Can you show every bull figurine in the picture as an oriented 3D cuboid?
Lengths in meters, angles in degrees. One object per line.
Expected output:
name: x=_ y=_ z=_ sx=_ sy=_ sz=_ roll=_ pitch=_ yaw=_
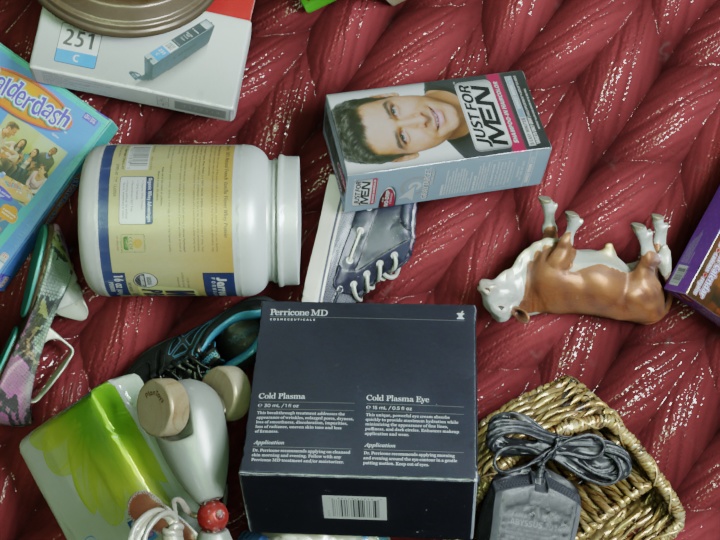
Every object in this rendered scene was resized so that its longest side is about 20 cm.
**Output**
bull figurine: x=0.211 y=-0.001 z=1.243 sx=0.199 sy=0.065 sz=0.122 roll=7 pitch=111 yaw=-11

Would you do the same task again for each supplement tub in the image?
supplement tub: x=-0.156 y=-0.047 z=1.205 sx=0.199 sy=0.144 sz=0.145 roll=0 pitch=86 yaw=-1

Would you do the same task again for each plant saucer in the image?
plant saucer: x=-0.228 y=-0.309 z=1.233 sx=0.199 sy=0.030 sz=0.201 roll=5 pitch=59 yaw=-8

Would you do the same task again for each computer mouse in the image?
computer mouse: x=0.150 y=0.233 z=1.117 sx=0.138 sy=0.053 sz=0.201 roll=16 pitch=82 yaw=-11

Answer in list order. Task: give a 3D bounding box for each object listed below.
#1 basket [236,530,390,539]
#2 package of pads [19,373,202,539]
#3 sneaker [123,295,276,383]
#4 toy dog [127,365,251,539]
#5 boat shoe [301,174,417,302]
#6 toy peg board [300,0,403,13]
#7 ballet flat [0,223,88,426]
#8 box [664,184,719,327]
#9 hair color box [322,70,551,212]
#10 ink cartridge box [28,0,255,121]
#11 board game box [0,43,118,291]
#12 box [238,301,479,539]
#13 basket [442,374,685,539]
basket: x=-0.064 y=0.298 z=1.170 sx=0.200 sy=0.176 sz=0.139 roll=-38 pitch=92 yaw=-15
package of pads: x=-0.221 y=0.212 z=1.190 sx=0.154 sy=0.068 sz=0.201 roll=-31 pitch=87 yaw=41
sneaker: x=-0.161 y=0.088 z=1.227 sx=0.200 sy=0.082 sz=0.073 roll=-37 pitch=90 yaw=-2
toy dog: x=-0.155 y=0.178 z=1.110 sx=0.132 sy=0.096 sz=0.201 roll=25 pitch=65 yaw=-38
boat shoe: x=0.000 y=0.000 z=1.239 sx=0.092 sy=0.075 sz=0.201 roll=11 pitch=85 yaw=7
toy peg board: x=-0.052 y=-0.344 z=1.210 sx=0.097 sy=0.199 sz=0.201 roll=-23 pitch=87 yaw=13
ballet flat: x=-0.308 y=0.057 z=1.240 sx=0.071 sy=0.069 sz=0.201 roll=20 pitch=90 yaw=-18
box: x=0.399 y=-0.033 z=1.246 sx=0.136 sy=0.039 sz=0.201 roll=31 pitch=85 yaw=-23
hair color box: x=0.071 y=-0.125 z=1.226 sx=0.199 sy=0.061 sz=0.099 roll=-9 pitch=58 yaw=-10
ink cartridge box: x=-0.204 y=-0.251 z=1.245 sx=0.199 sy=0.045 sz=0.177 roll=11 pitch=77 yaw=-6
board game box: x=-0.357 y=-0.105 z=1.252 sx=0.152 sy=0.045 sz=0.200 roll=35 pitch=86 yaw=1
box: x=0.004 y=0.130 z=1.126 sx=0.199 sy=0.104 sz=0.183 roll=2 pitch=51 yaw=4
basket: x=0.171 y=0.212 z=1.170 sx=0.200 sy=0.149 sz=0.143 roll=-36 pitch=131 yaw=-3
